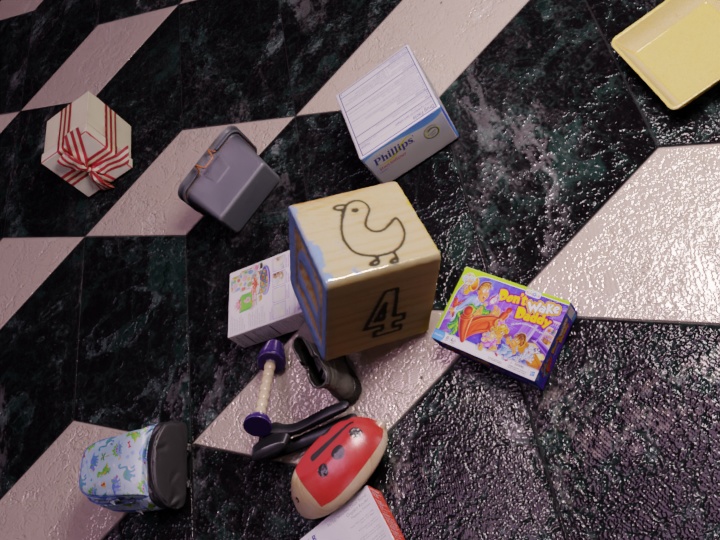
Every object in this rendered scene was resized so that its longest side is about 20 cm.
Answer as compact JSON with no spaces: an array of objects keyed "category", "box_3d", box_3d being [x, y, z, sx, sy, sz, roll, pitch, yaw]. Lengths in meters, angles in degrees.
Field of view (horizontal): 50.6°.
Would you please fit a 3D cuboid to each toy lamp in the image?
[{"category":"toy lamp","box_3d":[-0.169,0.205,1.375,0.057,0.059,0.202,-23,34,20]}]

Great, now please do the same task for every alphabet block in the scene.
[{"category":"alphabet block","box_3d":[0.000,0.000,1.274,0.196,0.199,0.197,-15,51,-17]}]

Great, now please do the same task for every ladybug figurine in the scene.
[{"category":"ladybug figurine","box_3d":[-0.039,0.309,1.232,0.200,0.072,0.136,-45,24,-4]}]

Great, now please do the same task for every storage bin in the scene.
[{"category":"storage bin","box_3d":[-0.280,-0.193,1.656,0.134,0.145,0.201,37,87,30]}]

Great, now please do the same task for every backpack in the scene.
[{"category":"backpack","box_3d":[-0.434,0.379,1.443,0.198,0.152,0.167,-21,61,37]}]

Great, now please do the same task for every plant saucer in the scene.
[{"category":"plant saucer","box_3d":[0.552,-0.370,1.261,0.198,0.048,0.202,-34,51,13]}]

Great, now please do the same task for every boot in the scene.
[{"category":"boot","box_3d":[-0.077,0.140,1.334,0.068,0.130,0.201,-42,50,5]}]

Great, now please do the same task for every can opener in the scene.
[{"category":"can opener","box_3d":[-0.096,0.283,1.319,0.197,0.064,0.079,-23,28,10]}]

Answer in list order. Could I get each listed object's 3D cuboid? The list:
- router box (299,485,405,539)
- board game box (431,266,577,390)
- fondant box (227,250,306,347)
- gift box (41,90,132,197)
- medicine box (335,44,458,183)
[{"category":"router box","box_3d":[-0.016,0.468,1.167,0.199,0.049,0.180,-41,50,8]},{"category":"board game box","box_3d":[0.228,0.088,1.221,0.198,0.045,0.136,20,77,39]},{"category":"fondant box","box_3d":[-0.165,0.050,1.490,0.197,0.058,0.147,-19,56,22]},{"category":"gift box","box_3d":[-0.698,-0.328,1.963,0.198,0.184,0.190,-30,50,23]},{"category":"medicine box","box_3d":[0.069,-0.306,1.503,0.180,0.103,0.203,-31,52,15]}]
